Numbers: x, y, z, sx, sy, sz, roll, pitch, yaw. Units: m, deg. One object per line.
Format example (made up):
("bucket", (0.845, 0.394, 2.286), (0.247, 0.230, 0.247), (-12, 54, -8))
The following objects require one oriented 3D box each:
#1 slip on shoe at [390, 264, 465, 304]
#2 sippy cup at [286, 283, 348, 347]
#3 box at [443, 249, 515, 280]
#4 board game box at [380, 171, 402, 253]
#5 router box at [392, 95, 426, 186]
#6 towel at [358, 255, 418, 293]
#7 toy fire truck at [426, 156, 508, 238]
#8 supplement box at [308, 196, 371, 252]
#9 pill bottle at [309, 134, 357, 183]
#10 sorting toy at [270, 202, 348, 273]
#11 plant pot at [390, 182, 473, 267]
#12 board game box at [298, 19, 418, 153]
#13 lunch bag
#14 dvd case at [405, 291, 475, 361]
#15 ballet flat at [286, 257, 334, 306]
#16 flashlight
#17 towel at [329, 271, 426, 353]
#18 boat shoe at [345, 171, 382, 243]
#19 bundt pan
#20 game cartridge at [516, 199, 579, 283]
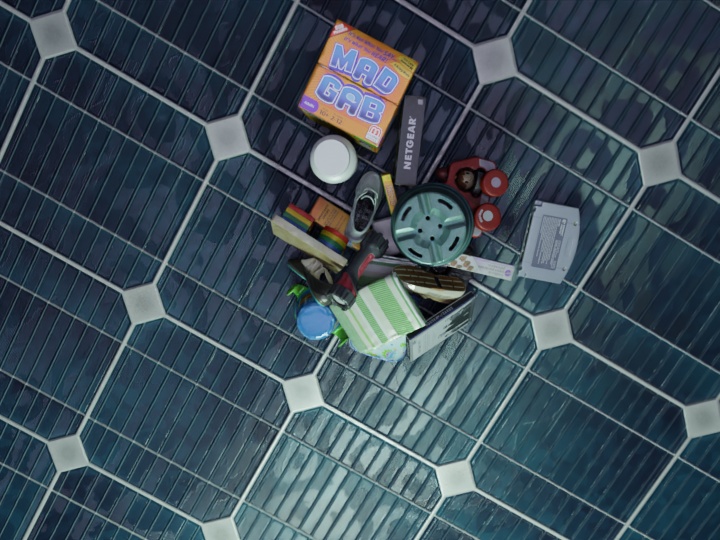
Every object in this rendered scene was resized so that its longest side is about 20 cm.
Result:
("slip on shoe", (0.158, 0.040, 1.265), (0.198, 0.076, 0.061), (9, 132, -24))
("sippy cup", (-0.110, 0.116, 1.342), (0.176, 0.130, 0.141), (11, 100, -1))
("box", (0.278, -0.017, 1.285), (0.198, 0.041, 0.039), (13, 98, -6))
("board game box", (0.087, -0.144, 1.307), (0.030, 0.096, 0.202), (-12, 103, 4))
("router box", (0.115, -0.305, 1.256), (0.052, 0.157, 0.202), (6, 100, 0))
("towel", (0.063, 0.047, 1.339), (0.148, 0.031, 0.201), (10, 127, 6))
("toy fire truck", (0.257, -0.182, 1.281), (0.166, 0.112, 0.202), (12, 90, -8))
("supplement box", (-0.038, -0.106, 1.332), (0.199, 0.069, 0.067), (32, 84, -6))
("pill bottle", (-0.062, -0.264, 1.244), (0.110, 0.200, 0.112), (0, 99, 1))
("sorting toy", (-0.116, -0.081, 1.283), (0.198, 0.200, 0.070), (32, 81, -4))
("plant pot", (0.156, -0.098, 1.153), (0.198, 0.196, 0.202), (1, 96, 9))
("board game box", (-0.004, -0.415, 1.218), (0.199, 0.200, 0.201), (26, 98, -3))
("lunch bag", (0.056, 0.132, 1.333), (0.159, 0.083, 0.201), (14, 128, 0))
("dvd case", (0.201, 0.144, 1.315), (0.199, 0.151, 0.025), (-31, 62, -11))
("ballet flat", (-0.115, 0.014, 1.314), (0.068, 0.200, 0.068), (-48, 139, 3))
("flashlight", (0.000, 0.000, 1.226), (0.068, 0.068, 0.200), (26, 62, 22))
("towel", (0.040, 0.105, 1.247), (0.199, 0.023, 0.153), (-29, 98, 29))
("boat shoe", (0.017, -0.165, 1.286), (0.070, 0.072, 0.202), (21, 68, -10))
("bundt pan", (0.204, -0.013, 1.344), (0.200, 0.076, 0.204), (0, 100, 1))
("game cartridge", (0.491, -0.072, 1.349), (0.132, 0.041, 0.202), (11, 99, 3))
